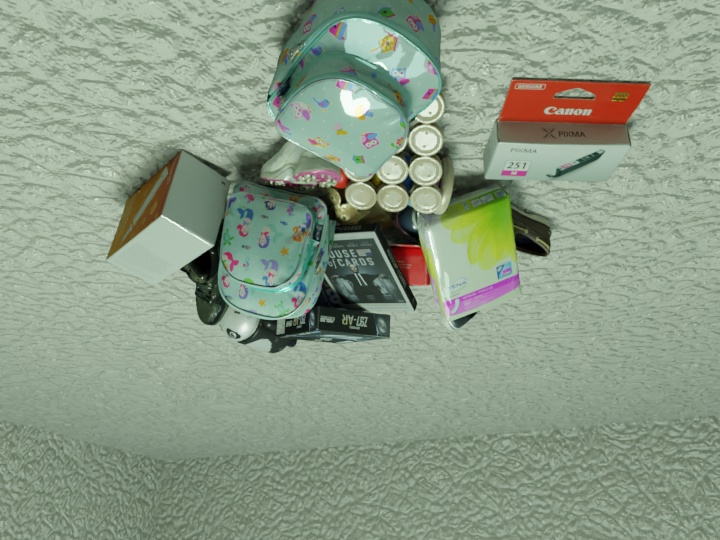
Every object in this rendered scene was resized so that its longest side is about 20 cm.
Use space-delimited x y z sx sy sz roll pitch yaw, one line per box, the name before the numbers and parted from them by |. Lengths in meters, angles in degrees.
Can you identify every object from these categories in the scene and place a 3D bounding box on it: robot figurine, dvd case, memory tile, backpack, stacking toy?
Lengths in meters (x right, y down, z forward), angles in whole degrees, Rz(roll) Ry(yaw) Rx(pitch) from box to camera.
robot figurine | -0.224 0.115 1.462 0.149 0.127 0.198 -38 139 26
dvd case | 0.000 0.000 1.123 0.146 0.025 0.202 -1 138 30
memory tile | 0.043 -0.167 0.911 0.148 0.017 0.204 3 133 8
backpack | -0.136 -0.025 1.018 0.172 0.207 0.150 13 -175 11
stacking toy | 0.041 -0.144 0.993 0.193 0.088 0.086 9 154 -6
backpack | -0.002 -0.220 0.740 0.172 0.157 0.200 25 137 -23

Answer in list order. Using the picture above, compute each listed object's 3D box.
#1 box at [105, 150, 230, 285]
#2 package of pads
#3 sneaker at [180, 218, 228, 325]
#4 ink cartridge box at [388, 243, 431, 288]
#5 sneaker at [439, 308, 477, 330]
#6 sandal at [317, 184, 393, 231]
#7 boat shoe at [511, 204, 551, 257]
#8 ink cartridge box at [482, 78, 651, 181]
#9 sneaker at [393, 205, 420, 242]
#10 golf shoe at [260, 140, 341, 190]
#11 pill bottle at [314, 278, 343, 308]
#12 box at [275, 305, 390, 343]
box | -0.311 -0.079 1.049 0.096 0.128 0.197 30 141 -33
package of pads | 0.181 -0.027 1.086 0.150 0.069 0.205 -18 121 -4
sneaker | -0.270 0.018 1.124 0.075 0.114 0.204 27 120 13
ink cartridge box | 0.089 -0.006 1.191 0.113 0.070 0.199 3 176 26
sneaker | 0.215 0.026 1.212 0.078 0.202 0.079 -14 122 44
sandal | -0.007 -0.098 1.087 0.076 0.072 0.210 -16 150 30
boat shoe | 0.259 -0.072 1.150 0.195 0.061 0.072 14 151 -27
ink cartridge box | 0.287 -0.192 0.923 0.193 0.045 0.175 1 156 -2
sneaker | 0.142 -0.070 1.167 0.197 0.072 0.081 26 162 -38
golf shoe | -0.087 -0.167 0.952 0.074 0.095 0.198 5 180 -35
pill bottle | -0.044 0.027 1.290 0.197 0.117 0.112 -20 148 38
box | -0.057 0.108 1.254 0.156 0.045 0.198 9 167 -30
